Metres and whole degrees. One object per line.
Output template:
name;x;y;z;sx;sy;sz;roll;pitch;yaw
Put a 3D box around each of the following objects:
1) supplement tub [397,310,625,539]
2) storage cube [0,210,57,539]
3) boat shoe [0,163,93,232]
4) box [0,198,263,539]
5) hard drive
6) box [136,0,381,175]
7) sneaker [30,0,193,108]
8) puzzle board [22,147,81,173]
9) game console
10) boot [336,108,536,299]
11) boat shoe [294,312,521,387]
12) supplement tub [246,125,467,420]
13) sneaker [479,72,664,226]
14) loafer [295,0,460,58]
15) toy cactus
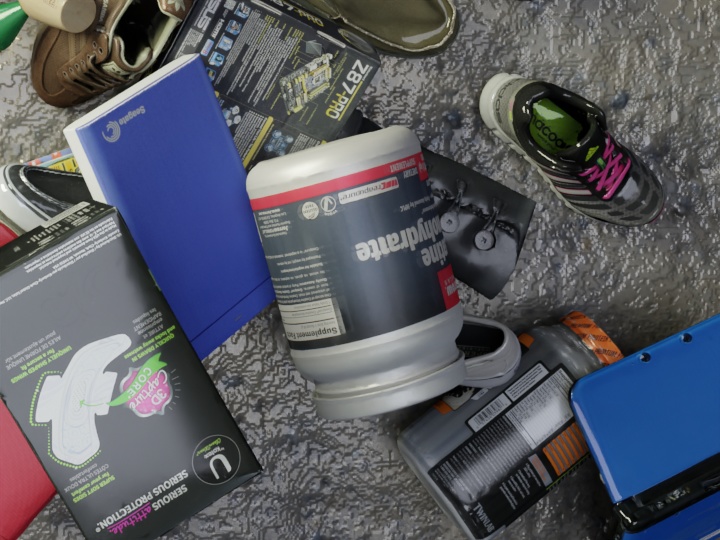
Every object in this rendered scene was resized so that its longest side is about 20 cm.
supplement tub;0.141;0.134;1.246;0.199;0.122;0.123;-38;104;-7
storage cube;-0.279;0.069;1.092;0.200;0.171;0.180;44;85;-15
boat shoe;-0.186;-0.047;1.105;0.199;0.072;0.068;24;123;-27
box;-0.176;0.070;0.955;0.124;0.148;0.201;-30;103;-12
hard drive;-0.133;-0.044;1.075;0.132;0.025;0.201;-41;119;-41
box;-0.100;-0.125;1.145;0.160;0.049;0.201;23;113;-22
sneaker;-0.197;-0.175;1.093;0.070;0.076;0.200;20;137;-32
puzzle board;-0.218;-0.005;1.194;0.150;0.017;0.202;-21;102;-10
game console;0.275;0.155;1.235;0.199;0.119;0.172;-21;143;-20
boot;0.037;-0.027;1.234;0.199;0.066;0.166;26;92;-20
boat shoe;0.034;0.064;1.202;0.198;0.066;0.073;4;68;15
supplement tub;0.000;0.000;1.099;0.139;0.140;0.202;-16;96;-11
sneaker;0.195;-0.101;1.246;0.199;0.087;0.074;37;88;-16
loafer;-0.004;-0.234;1.189;0.198;0.070;0.076;20;92;-15
toy cactus;-0.259;-0.231;1.083;0.201;0.165;0.102;-52;140;-5
